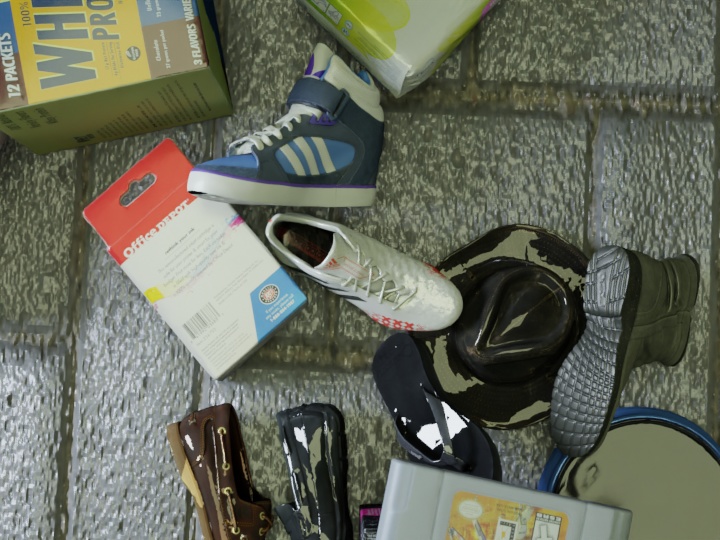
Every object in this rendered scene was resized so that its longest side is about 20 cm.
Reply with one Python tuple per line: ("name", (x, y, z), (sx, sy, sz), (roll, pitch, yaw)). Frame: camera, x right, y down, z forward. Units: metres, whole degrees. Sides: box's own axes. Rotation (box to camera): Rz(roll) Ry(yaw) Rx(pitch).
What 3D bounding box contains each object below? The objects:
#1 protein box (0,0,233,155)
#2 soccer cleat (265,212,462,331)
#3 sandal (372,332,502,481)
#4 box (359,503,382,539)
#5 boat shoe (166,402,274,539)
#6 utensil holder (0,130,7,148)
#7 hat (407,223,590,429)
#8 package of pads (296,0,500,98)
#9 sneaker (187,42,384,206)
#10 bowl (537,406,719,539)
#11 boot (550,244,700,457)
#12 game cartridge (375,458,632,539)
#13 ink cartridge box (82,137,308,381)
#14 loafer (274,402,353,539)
("protein box", (-0.232, -0.205, 1.226), (0.197, 0.199, 0.137), (-12, 85, 0))
("soccer cleat", (0.000, 0.000, 1.252), (0.198, 0.085, 0.069), (27, 88, 14))
("sandal", (0.058, 0.138, 1.223), (0.076, 0.043, 0.201), (-49, 48, 16))
("box", (0.064, 0.271, 1.186), (0.130, 0.200, 0.117), (-1, 87, -1))
("boat shoe", (-0.116, 0.223, 1.255), (0.069, 0.070, 0.203), (-20, 86, 3))
("utensil holder", (-0.436, -0.079, 1.236), (0.168, 0.170, 0.202), (28, 83, 2))
("hat", (0.143, 0.053, 1.263), (0.197, 0.081, 0.204), (0, 87, 0))
("package of pads", (0.052, -0.279, 1.277), (0.154, 0.068, 0.200), (43, 72, 3))
("sneaker", (-0.065, -0.134, 1.237), (0.197, 0.080, 0.149), (1, 92, -33))
("bowl", (0.263, 0.229, 1.270), (0.197, 0.039, 0.204), (0, 86, 0))
("boot", (0.253, 0.078, 1.249), (0.129, 0.067, 0.203), (10, 97, -40))
("game cartridge", (0.108, 0.234, 1.073), (0.197, 0.042, 0.135), (12, 81, -2))
("ink cartridge box", (-0.154, -0.010, 1.276), (0.116, 0.067, 0.201), (-40, 86, -3))
("loafer", (-0.044, 0.225, 1.260), (0.069, 0.068, 0.204), (-5, 80, 8))
